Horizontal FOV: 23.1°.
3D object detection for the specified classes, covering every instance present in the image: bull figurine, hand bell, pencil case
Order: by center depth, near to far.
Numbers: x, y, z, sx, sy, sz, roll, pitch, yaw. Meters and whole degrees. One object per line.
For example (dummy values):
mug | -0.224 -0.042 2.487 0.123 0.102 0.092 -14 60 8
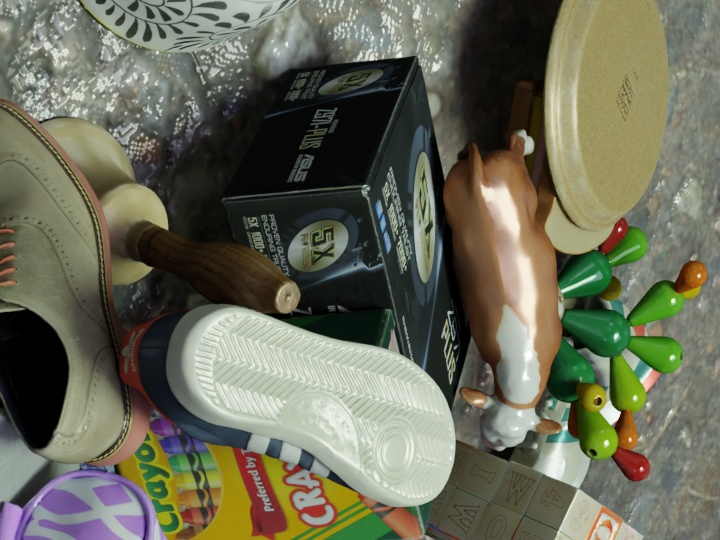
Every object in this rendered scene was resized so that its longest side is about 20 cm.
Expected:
hand bell | -0.101 -0.012 0.916 0.104 0.199 0.105 -16 114 -41
pencil case | -0.139 0.186 0.977 0.201 0.085 0.084 80 12 -54
bull figurine | 0.092 0.010 1.103 0.122 0.065 0.201 -68 152 -68

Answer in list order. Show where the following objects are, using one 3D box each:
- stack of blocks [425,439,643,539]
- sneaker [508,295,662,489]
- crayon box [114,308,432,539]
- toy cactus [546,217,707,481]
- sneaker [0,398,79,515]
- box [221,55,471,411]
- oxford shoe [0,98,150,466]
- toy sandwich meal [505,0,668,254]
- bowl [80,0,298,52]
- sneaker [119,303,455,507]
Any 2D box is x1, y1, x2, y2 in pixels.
stack of blocks | 0.083 0.157 1.157 0.115 0.199 0.059 36 77 -44
sneaker | 0.142 0.098 1.304 0.200 0.070 0.094 -48 114 -20
crayon box | -0.068 0.096 0.995 0.051 0.199 0.128 -72 152 -57
toy cactus | 0.156 0.037 1.233 0.164 0.102 0.201 21 64 -9
sneaker | -0.211 0.079 0.935 0.071 0.099 0.200 -52 165 -6
box | 0.000 0.000 1.051 0.164 0.086 0.201 -69 150 -56
oxford shoe | -0.165 0.001 0.871 0.201 0.070 0.075 64 19 14
toy sandwich meal | 0.149 -0.114 1.207 0.205 0.070 0.207 -15 107 -58
bowl | -0.066 -0.213 0.960 0.200 0.094 0.202 -16 113 -41
sneaker | -0.036 0.066 0.895 0.200 0.084 0.075 31 68 -39
